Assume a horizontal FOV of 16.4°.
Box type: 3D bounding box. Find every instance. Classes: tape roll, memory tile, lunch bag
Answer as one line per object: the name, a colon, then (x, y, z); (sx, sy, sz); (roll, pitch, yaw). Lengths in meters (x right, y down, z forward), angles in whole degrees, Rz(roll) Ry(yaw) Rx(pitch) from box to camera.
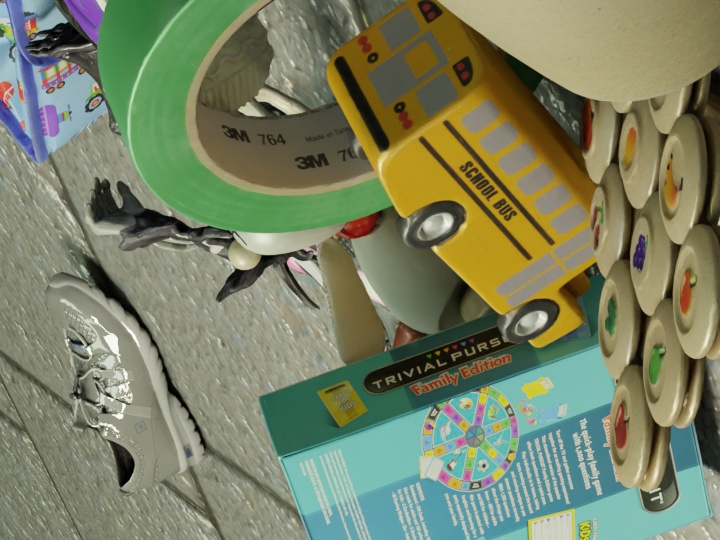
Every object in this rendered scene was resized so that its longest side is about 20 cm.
tape roll: (-0.013, -0.099, 1.087); (0.201, 0.200, 0.048); (84, 164, -55)
memory tile: (0.116, -0.028, 0.999); (0.153, 0.017, 0.200); (106, 164, -56)
lunch bag: (-0.141, -0.172, 1.319); (0.094, 0.150, 0.200); (47, 159, 14)

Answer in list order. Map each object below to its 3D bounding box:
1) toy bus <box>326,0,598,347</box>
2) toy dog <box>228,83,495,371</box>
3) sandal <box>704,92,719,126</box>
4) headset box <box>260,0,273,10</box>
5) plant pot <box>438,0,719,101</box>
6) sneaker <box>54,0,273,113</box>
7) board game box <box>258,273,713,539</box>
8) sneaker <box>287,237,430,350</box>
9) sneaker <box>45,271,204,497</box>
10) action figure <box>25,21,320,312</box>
toy bus: (0.056, -0.040, 1.110); (0.200, 0.078, 0.065); (42, -164, -53)
toy dog: (0.000, 0.000, 1.258); (0.200, 0.096, 0.132); (24, -156, -27)
sandal: (0.149, -0.025, 1.043); (0.212, 0.070, 0.078); (21, 149, 56)
headset box: (-0.078, -0.241, 1.153); (0.200, 0.093, 0.174); (51, 159, 7)
plant pot: (0.071, -0.156, 0.885); (0.187, 0.187, 0.200); (35, 167, 39)
sneaker: (-0.125, -0.156, 1.155); (0.200, 0.070, 0.099); (60, 160, -14)
board game box: (0.065, 0.093, 1.239); (0.047, 0.200, 0.151); (-113, 4, -47)
sneaker: (0.018, -0.002, 1.369); (0.200, 0.080, 0.086); (43, 148, 10)
sneaker: (-0.198, 0.093, 1.975); (0.075, 0.082, 0.200); (13, 136, 60)
action figure: (-0.085, -0.065, 1.307); (0.102, 0.119, 0.200); (5, 136, 49)
